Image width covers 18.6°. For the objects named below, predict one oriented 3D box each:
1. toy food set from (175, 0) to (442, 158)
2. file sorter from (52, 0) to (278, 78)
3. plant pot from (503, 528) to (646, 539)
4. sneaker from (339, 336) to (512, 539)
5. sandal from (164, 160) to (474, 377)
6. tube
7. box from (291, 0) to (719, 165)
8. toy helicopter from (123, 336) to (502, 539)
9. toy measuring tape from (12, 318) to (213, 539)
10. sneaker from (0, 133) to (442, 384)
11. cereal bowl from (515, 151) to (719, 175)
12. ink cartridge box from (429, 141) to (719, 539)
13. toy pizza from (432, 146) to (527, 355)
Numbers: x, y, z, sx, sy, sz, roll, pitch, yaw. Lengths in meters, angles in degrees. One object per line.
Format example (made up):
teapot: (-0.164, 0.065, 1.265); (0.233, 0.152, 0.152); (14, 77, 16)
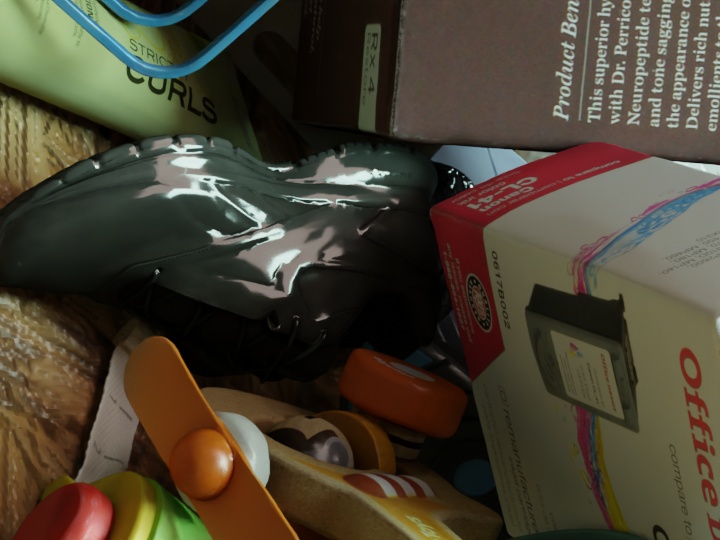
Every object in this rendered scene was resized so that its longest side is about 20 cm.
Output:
toy food set: (-0.009, -0.127, 1.075); (0.144, 0.060, 0.200); (46, 29, -10)
file sorter: (-0.086, -0.187, 0.861); (0.139, 0.123, 0.200); (41, 16, -30)
plant pot: (0.042, 0.205, 0.732); (0.161, 0.201, 0.201); (64, 28, -9)
sneaker: (0.052, 0.092, 0.979); (0.200, 0.073, 0.082); (54, 19, -32)
sandal: (0.000, 0.001, 0.934); (0.200, 0.048, 0.075); (-23, 101, -48)
tube: (-0.102, -0.087, 0.890); (0.200, 0.052, 0.058); (23, 86, -55)
box: (0.090, -0.132, 0.927); (0.200, 0.164, 0.166); (4, 95, -15)
toy helicopter: (-0.002, 0.078, 0.723); (0.132, 0.079, 0.200); (20, 7, -30)
toy measuring tape: (-0.077, 0.080, 0.766); (0.074, 0.074, 0.200); (47, 33, -26)
sneaker: (-0.048, -0.001, 0.832); (0.200, 0.076, 0.091); (-3, 73, -31)
cereal bowl: (0.175, -0.056, 1.274); (0.200, 0.083, 0.200); (38, 36, -36)
ink cartridge box: (0.116, 0.047, 0.774); (0.200, 0.086, 0.148); (27, -46, 64)
toy pizza: (0.076, 0.020, 1.102); (0.200, 0.032, 0.200); (39, 35, -35)
